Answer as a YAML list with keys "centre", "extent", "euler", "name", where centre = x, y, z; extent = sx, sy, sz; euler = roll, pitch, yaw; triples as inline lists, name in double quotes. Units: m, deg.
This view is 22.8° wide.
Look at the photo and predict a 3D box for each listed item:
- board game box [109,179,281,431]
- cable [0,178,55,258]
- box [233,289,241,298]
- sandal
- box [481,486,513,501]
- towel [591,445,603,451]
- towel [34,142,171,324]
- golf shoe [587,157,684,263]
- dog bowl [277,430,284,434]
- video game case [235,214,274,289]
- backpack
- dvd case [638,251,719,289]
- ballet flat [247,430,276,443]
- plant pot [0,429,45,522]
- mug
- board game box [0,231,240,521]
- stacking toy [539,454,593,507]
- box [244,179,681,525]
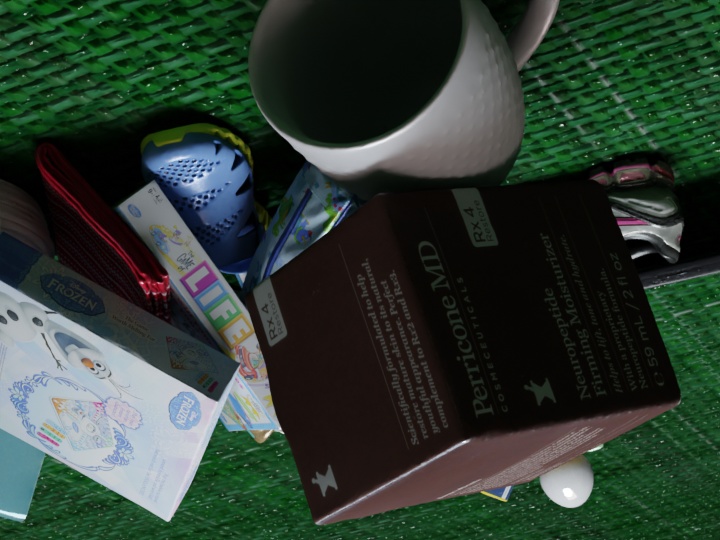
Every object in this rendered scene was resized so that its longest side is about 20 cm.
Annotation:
- centre: [-0.125, 0.031, 1.338]
  extent: [0.034, 0.200, 0.134]
  euler: [-38, -171, -19]
  name: "board game box"
- centre: [-0.333, -0.015, 1.350]
  extent: [0.200, 0.069, 0.200]
  euler: [0, 154, -16]
  name: "cable"
- centre: [-0.154, 0.076, 1.648]
  extent: [0.200, 0.040, 0.137]
  euler: [-27, 151, 36]
  name: "box"
- centre: [-0.109, -0.037, 1.341]
  extent: [0.079, 0.087, 0.200]
  euler: [-12, 148, 12]
  name: "sandal"
- centre: [0.058, 0.146, 1.644]
  extent: [0.200, 0.070, 0.064]
  euler: [24, 180, -29]
  name: "box"
- centre: [0.116, 0.074, 1.547]
  extent: [0.152, 0.200, 0.023]
  euler: [-15, 180, 16]
  name: "towel"
- centre: [-0.194, -0.002, 1.351]
  extent: [0.022, 0.145, 0.200]
  euler: [-37, 163, -19]
  name: "towel"
- centre: [0.165, -0.024, 1.460]
  extent: [0.200, 0.092, 0.073]
  euler: [-17, 156, 23]
  name: "golf shoe"
- centre: [-0.001, 0.097, 1.478]
  extent: [0.200, 0.059, 0.200]
  euler: [12, 157, 5]
  name: "dog bowl"
- centre: [0.000, 0.000, 1.472]
  extent: [0.200, 0.018, 0.143]
  euler: [-10, 131, 13]
  name: "video game case"
- centre: [-0.002, -0.004, 1.322]
  extent: [0.163, 0.154, 0.200]
  euler: [9, 137, -47]
  name: "backpack"
- centre: [0.270, 0.002, 1.552]
  extent: [0.142, 0.018, 0.200]
  euler: [-14, 178, 12]
  name: "dvd case"
- centre: [-0.024, 0.110, 1.657]
  extent: [0.200, 0.072, 0.068]
  euler: [-19, 180, -26]
  name: "ballet flat"
- centre: [-0.372, 0.105, 1.479]
  extent: [0.200, 0.141, 0.141]
  euler: [16, -178, -30]
  name: "plant pot"
- centre: [0.049, -0.130, 1.144]
  extent: [0.200, 0.148, 0.175]
  euler: [-45, 149, 3]
  name: "mug"
- centre: [-0.203, 0.085, 1.337]
  extent: [0.199, 0.043, 0.200]
  euler: [30, 143, 2]
  name: "board game box"
- centre: [0.161, 0.120, 1.619]
  extent: [0.146, 0.200, 0.146]
  euler: [-18, 175, -2]
  name: "stacking toy"
- centre: [0.065, 0.051, 1.158]
  extent: [0.200, 0.166, 0.164]
  euler: [-6, 160, -40]
  name: "box"
